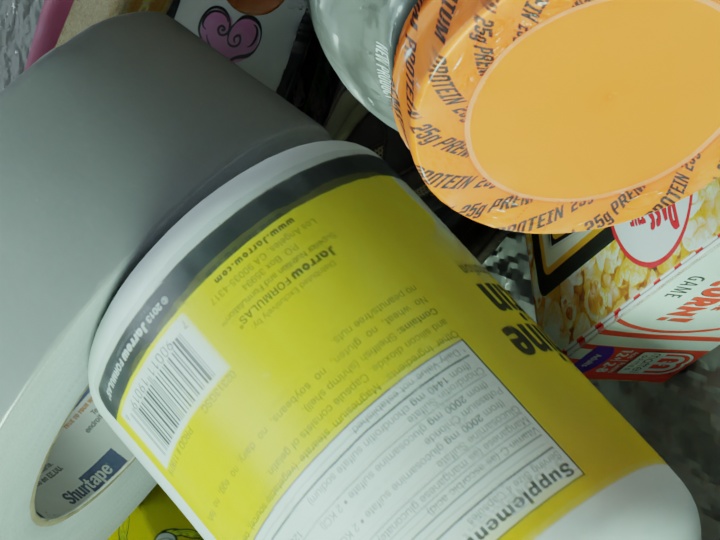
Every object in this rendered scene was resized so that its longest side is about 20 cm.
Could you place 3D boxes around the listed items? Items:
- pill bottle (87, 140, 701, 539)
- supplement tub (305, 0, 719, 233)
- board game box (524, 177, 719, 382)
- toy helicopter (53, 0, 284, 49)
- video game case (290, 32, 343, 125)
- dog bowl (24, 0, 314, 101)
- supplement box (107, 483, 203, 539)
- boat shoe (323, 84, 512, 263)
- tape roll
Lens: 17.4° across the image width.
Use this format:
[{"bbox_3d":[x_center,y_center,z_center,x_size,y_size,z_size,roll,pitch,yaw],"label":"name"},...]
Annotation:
[{"bbox_3d":[0.023,0.068,0.654,0.200,0.112,0.112,48,137,19],"label":"pill bottle"},{"bbox_3d":[0.035,-0.115,0.594,0.123,0.122,0.201,117,147,-43],"label":"supplement tub"},{"bbox_3d":[0.091,-0.087,0.670,0.151,0.046,0.201,138,131,-58],"label":"board game box"},{"bbox_3d":[-0.061,-0.115,0.772,0.079,0.132,0.200,42,124,19],"label":"toy helicopter"},{"bbox_3d":[-0.031,-0.094,0.988,0.183,0.023,0.201,-117,39,-50],"label":"video game case"},{"bbox_3d":[-0.075,-0.100,0.911,0.200,0.073,0.201,-162,90,-74],"label":"dog bowl"},{"bbox_3d":[-0.048,0.124,0.883,0.200,0.108,0.110,-129,47,-57],"label":"supplement box"},{"bbox_3d":[0.000,0.000,0.836,0.200,0.074,0.074,120,145,-48],"label":"boat shoe"},{"bbox_3d":[-0.094,0.019,0.744,0.066,0.200,0.201,35,131,12],"label":"tape roll"}]
